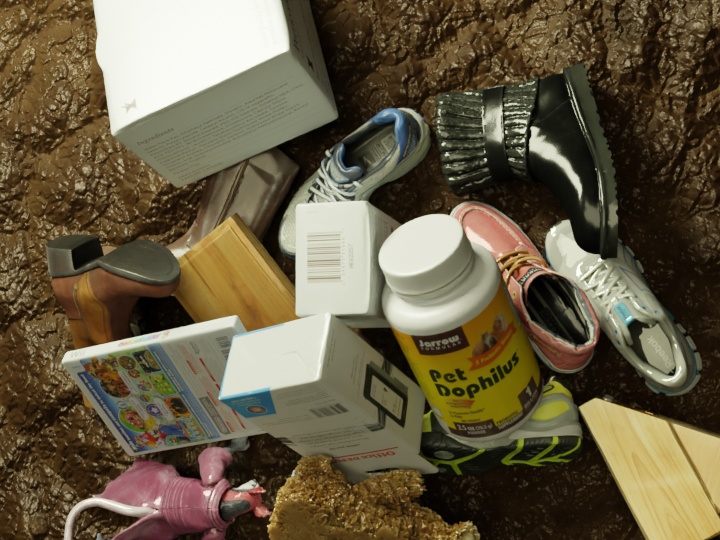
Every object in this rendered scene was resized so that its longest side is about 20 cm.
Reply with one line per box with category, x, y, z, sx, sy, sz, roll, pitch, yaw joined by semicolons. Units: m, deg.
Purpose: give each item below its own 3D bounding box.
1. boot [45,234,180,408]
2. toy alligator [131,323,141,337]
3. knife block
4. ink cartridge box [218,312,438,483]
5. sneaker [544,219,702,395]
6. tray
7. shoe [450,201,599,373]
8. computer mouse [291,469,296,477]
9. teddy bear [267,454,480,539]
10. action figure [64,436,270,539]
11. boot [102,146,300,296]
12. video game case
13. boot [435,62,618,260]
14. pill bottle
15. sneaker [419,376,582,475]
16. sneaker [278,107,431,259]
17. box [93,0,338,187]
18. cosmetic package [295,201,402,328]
boot;-0.240;0.072;1.072;0.186;0.068;0.203;5;113;30
toy alligator;-0.187;0.110;1.114;0.198;0.054;0.060;27;93;16
knife block;0.278;0.225;0.964;0.198;0.064;0.178;17;90;17
ink cartridge box;-0.019;0.124;0.961;0.115;0.200;0.069;-14;51;32
sneaker;0.245;0.029;0.977;0.075;0.087;0.201;-43;75;12
tray;-0.105;0.052;1.073;0.098;0.037;0.201;-37;96;10
shoe;0.154;0.004;0.991;0.071;0.091;0.201;-34;74;-7
computer mouse;-0.056;0.226;1.053;0.043;0.109;0.203;5;96;35
teddy bear;0.015;0.244;0.981;0.197;0.067;0.147;8;113;6
action figure;-0.182;0.231;1.063;0.198;0.148;0.136;-12;77;29
boot;-0.176;-0.065;1.117;0.184;0.064;0.202;20;95;3
video game case;-0.182;0.120;1.053;0.198;0.018;0.144;-13;126;20
boot;0.158;-0.092;0.999;0.156;0.080;0.213;-13;60;10
pill bottle;0.087;0.051;0.933;0.108;0.110;0.201;-18;125;14
sneaker;0.117;0.151;1.024;0.197;0.076;0.077;-5;58;16
sneaker;-0.019;-0.094;1.063;0.077;0.085;0.200;46;99;14
box;-0.149;-0.226;1.061;0.198;0.131;0.201;-21;64;14
cosmetic package;0.000;0.000;0.990;0.073;0.200;0.103;-1;85;16
